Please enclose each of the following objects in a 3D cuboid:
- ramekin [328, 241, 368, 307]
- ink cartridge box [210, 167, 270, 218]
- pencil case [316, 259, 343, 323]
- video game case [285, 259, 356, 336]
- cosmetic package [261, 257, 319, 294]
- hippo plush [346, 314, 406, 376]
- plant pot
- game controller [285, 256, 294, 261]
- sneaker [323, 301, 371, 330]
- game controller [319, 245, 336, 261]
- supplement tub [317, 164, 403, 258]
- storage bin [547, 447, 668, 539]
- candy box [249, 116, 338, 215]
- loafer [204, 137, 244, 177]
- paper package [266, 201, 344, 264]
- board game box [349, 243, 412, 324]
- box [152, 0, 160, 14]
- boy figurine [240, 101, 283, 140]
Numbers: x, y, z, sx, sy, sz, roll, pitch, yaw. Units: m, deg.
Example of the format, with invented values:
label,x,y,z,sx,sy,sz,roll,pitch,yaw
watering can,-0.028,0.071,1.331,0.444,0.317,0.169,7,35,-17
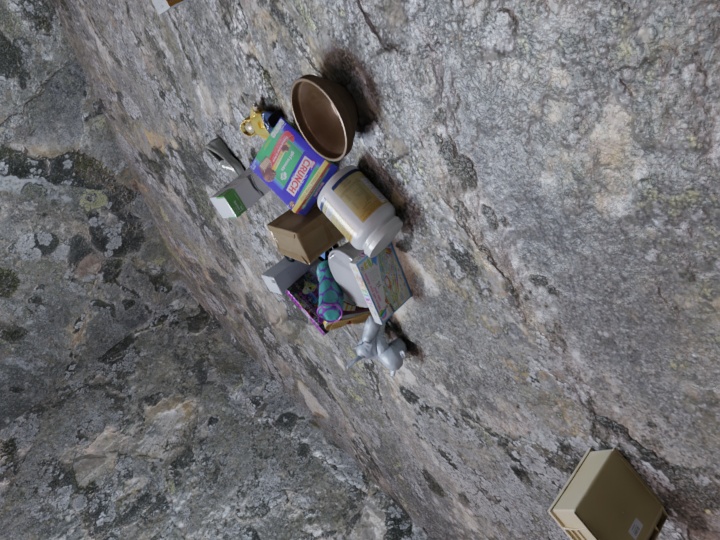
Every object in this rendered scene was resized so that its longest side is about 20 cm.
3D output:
label,x,y,z,sx,sy,sz,roll,pitch,yaw
ramekin,0.000,0.000,1.647,0.201,0.094,0.205,40,153,25
ink cartridge box,-0.385,-0.268,1.841,0.144,0.200,0.086,8,136,56
pencil case,-0.098,0.065,1.748,0.091,0.204,0.085,-29,129,22
video game case,-0.124,0.085,1.863,0.200,0.181,0.036,46,155,6
cosmetic package,-0.235,-0.006,1.916,0.100,0.199,0.075,10,134,54
hippo plush,0.077,0.237,1.769,0.157,0.200,0.163,24,117,11
plant pot,-0.070,-0.371,1.294,0.199,0.092,0.204,39,152,25
game controller,-0.246,-0.101,1.892,0.200,0.041,0.108,40,114,65
sneaker,-0.043,0.128,1.804,0.075,0.195,0.092,-52,56,46
game controller,-0.148,-0.093,1.843,0.198,0.042,0.106,38,151,28
supplement tub,0.000,-0.147,1.398,0.201,0.143,0.145,47,154,11
storage bin,0.570,0.552,1.261,0.200,0.199,0.094,49,152,5
candy box,-0.184,-0.284,1.515,0.200,0.171,0.077,43,-163,14
loafer,-0.487,-0.388,2.008,0.201,0.069,0.070,50,155,6
paper package,-0.141,-0.129,1.602,0.188,0.199,0.106,17,139,51
board game box,0.060,0.026,1.533,0.034,0.134,0.204,13,135,51
box,-0.521,-0.813,1.460,0.096,0.124,0.204,15,136,51
boy figurine,-0.291,-0.435,1.626,0.197,0.064,0.127,17,140,47
